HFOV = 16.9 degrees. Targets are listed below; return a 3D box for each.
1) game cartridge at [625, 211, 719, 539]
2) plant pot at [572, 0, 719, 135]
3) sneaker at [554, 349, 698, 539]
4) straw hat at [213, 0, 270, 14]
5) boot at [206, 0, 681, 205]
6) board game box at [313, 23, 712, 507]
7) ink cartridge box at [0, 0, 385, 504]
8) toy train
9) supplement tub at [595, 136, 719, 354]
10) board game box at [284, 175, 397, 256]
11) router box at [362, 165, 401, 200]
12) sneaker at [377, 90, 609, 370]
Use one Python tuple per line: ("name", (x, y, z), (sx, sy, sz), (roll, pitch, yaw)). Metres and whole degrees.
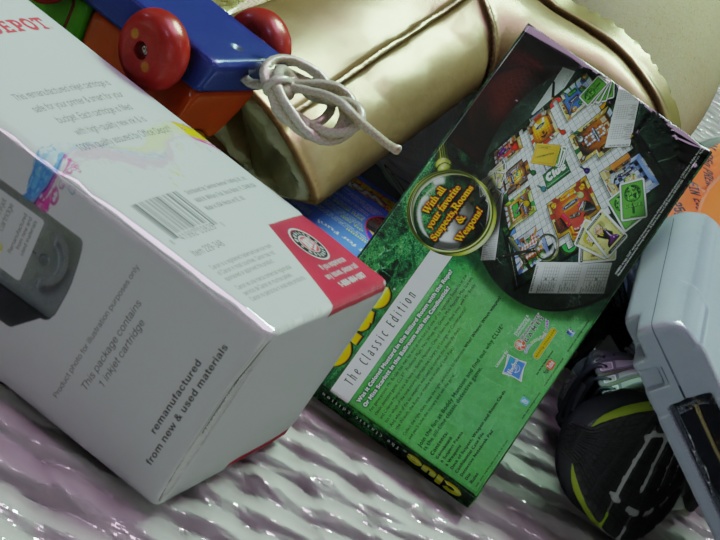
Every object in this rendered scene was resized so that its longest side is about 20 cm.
("game cartridge", (0.179, 0.078, 1.111), (0.201, 0.041, 0.133), (63, 19, -19))
("plant pot", (0.113, -0.115, 1.310), (0.199, 0.200, 0.135), (26, 39, -27))
("sneaker", (0.125, 0.078, 1.170), (0.081, 0.074, 0.200), (30, 8, 20))
("straw hat", (-0.084, -0.145, 1.162), (0.201, 0.085, 0.202), (37, 45, -48))
("boot", (0.033, -0.076, 1.137), (0.175, 0.066, 0.200), (43, 47, 16))
("board game box", (0.061, -0.005, 1.071), (0.105, 0.200, 0.023), (36, -21, 2))
("ink cartridge box", (-0.105, -0.014, 0.925), (0.199, 0.086, 0.147), (36, 17, 11))
("toy train", (-0.079, -0.058, 1.032), (0.200, 0.116, 0.084), (39, 27, 27))
("supplement tub", (0.189, 0.003, 1.266), (0.122, 0.123, 0.200), (36, -11, 6))
("board game box", (0.000, 0.000, 1.163), (0.199, 0.045, 0.134), (36, 16, 3))
("router box", (-0.008, -0.089, 1.386), (0.200, 0.052, 0.157), (42, 18, 23))
("sneaker", (0.067, -0.033, 1.255), (0.200, 0.072, 0.073), (55, 7, -24))
